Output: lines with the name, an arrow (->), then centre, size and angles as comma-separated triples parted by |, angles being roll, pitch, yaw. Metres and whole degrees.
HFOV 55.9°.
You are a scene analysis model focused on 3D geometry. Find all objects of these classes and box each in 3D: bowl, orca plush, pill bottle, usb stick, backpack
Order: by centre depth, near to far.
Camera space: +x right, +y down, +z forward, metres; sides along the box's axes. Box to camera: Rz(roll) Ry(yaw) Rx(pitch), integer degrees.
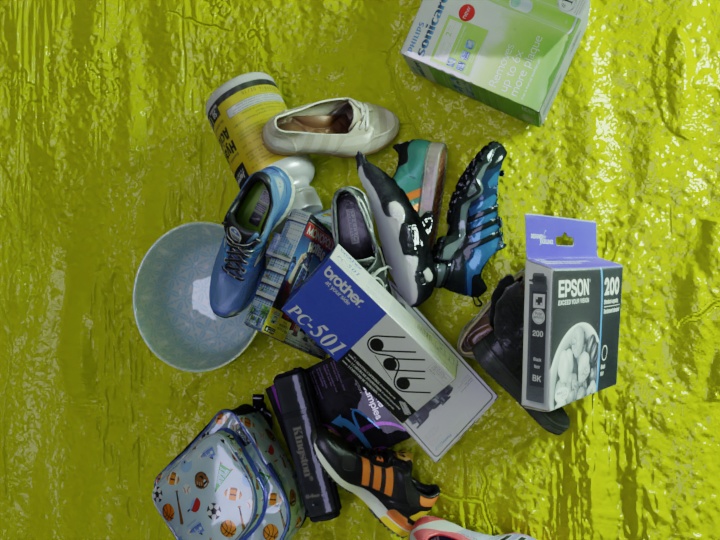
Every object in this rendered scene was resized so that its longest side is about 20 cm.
orca plush -> 0.056, -0.059, 0.852 | 0.069, 0.106, 0.203 | -16, 62, -21
usb stick -> -0.072, 0.234, 0.919 | 0.054, 0.033, 0.206 | -16, 85, 17
backpack -> -0.171, 0.306, 0.921 | 0.200, 0.154, 0.191 | -44, 82, 13
pill bottle -> -0.129, -0.159, 0.944 | 0.110, 0.111, 0.204 | -29, 80, 14
bowl -> -0.208, 0.039, 0.960 | 0.194, 0.108, 0.207 | -1, 85, 11

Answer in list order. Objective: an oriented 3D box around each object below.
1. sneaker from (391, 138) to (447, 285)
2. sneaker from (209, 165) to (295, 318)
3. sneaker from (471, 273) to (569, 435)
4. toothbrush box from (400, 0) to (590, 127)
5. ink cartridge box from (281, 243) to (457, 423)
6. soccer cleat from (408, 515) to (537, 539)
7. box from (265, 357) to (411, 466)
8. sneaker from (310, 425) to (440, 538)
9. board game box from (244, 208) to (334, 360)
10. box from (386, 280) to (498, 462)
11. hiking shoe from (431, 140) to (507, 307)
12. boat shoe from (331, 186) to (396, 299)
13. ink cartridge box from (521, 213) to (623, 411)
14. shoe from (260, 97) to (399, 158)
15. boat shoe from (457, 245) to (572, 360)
sneaker -> 0.061, -0.074, 0.908 | 0.078, 0.071, 0.206 | 10, 86, 20
sneaker -> -0.150, -0.037, 0.852 | 0.077, 0.089, 0.205 | 22, 98, 11
sneaker -> 0.213, 0.106, 0.822 | 0.199, 0.060, 0.104 | 42, 105, -13
toothbrush box -> 0.172, -0.298, 0.869 | 0.197, 0.086, 0.149 | 28, 96, 17
ink cartridge box -> 0.012, 0.076, 0.787 | 0.200, 0.044, 0.094 | 44, 115, -8
soccer cleat -> 0.155, 0.358, 0.845 | 0.194, 0.076, 0.069 | 15, 92, 2
box -> -0.021, 0.190, 0.940 | 0.196, 0.036, 0.146 | -27, 81, 13
sneaker -> 0.021, 0.254, 0.884 | 0.090, 0.070, 0.200 | -42, 107, 5
board game box -> -0.070, -0.002, 0.897 | 0.060, 0.200, 0.205 | 18, 80, 23
box -> 0.067, 0.129, 0.874 | 0.117, 0.060, 0.200 | -44, 82, -5
hiking shoe -> 0.155, -0.064, 0.885 | 0.085, 0.074, 0.205 | 21, 96, -5
boat shoe -> 0.003, -0.001, 0.819 | 0.071, 0.068, 0.206 | -6, 93, 6
ink cartridge box -> 0.245, 0.041, 0.774 | 0.043, 0.195, 0.207 | 2, 92, 41
shoe -> -0.032, -0.188, 0.895 | 0.195, 0.053, 0.072 | -10, 75, -21
boat shoe -> 0.206, 0.046, 0.859 | 0.200, 0.063, 0.074 | -44, 77, 11
